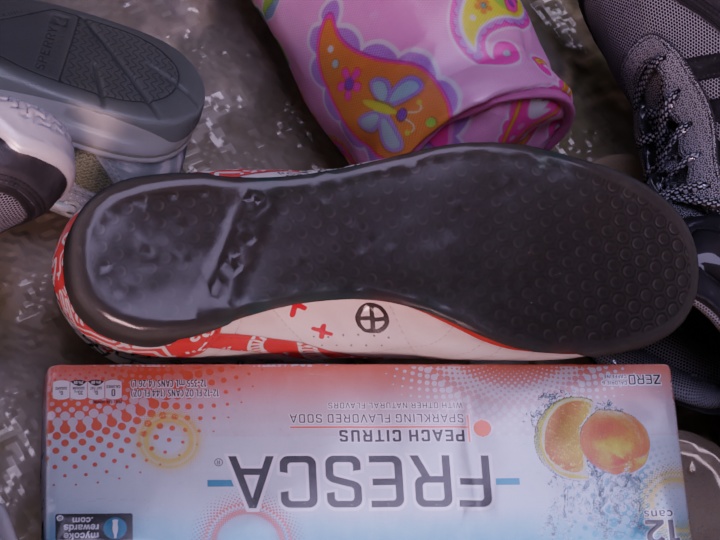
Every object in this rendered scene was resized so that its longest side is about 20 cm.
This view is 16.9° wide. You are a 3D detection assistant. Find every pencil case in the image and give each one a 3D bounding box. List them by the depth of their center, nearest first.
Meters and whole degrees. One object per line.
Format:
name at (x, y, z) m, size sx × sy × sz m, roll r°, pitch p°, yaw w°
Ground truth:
pencil case at (-0.002, -0.114, 0.880) m, size 0.087 × 0.087 × 0.200 m, roll -21°, pitch 66°, yaw -24°

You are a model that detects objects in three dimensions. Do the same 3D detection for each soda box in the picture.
soda box at (0.000, 0.072, 0.765) m, size 0.200 × 0.064 × 0.068 m, roll 0°, pitch 62°, yaw -6°

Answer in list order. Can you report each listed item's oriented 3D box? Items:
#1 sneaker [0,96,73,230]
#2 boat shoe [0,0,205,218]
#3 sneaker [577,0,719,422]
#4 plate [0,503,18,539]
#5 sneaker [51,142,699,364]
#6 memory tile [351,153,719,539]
sneaker at (-0.177, 0.020, 0.745) m, size 0.200 × 0.075 × 0.114 m, roll -15°, pitch 67°, yaw -7°
boat shoe at (-0.155, -0.066, 0.823) m, size 0.202 × 0.065 × 0.074 m, roll 16°, pitch 36°, yaw -4°
sneaker at (0.112, -0.031, 0.840) m, size 0.114 × 0.075 × 0.200 m, roll -24°, pitch 70°, yaw -28°
plate at (-0.175, 0.127, 0.640) m, size 0.200 × 0.200 × 0.032 m, roll -18°, pitch 105°, yaw -13°
sneaker at (-0.001, -0.001, 0.788) m, size 0.201 × 0.108 × 0.067 m, roll -1°, pitch 84°, yaw -13°
memory tile at (0.103, 0.031, 0.857) m, size 0.200 × 0.017 × 0.153 m, roll -24°, pitch 67°, yaw -25°
